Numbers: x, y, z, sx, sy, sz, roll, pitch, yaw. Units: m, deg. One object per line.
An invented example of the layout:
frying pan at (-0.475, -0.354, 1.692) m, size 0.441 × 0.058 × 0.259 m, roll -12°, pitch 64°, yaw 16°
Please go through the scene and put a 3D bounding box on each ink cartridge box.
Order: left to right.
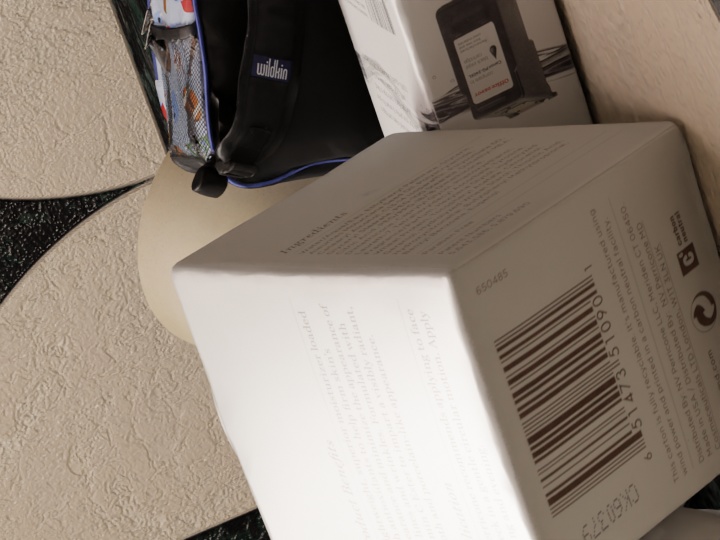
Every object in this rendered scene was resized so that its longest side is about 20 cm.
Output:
ink cartridge box at (0.048, -0.123, 1.440) m, size 0.145 × 0.083 × 0.200 m, roll -134°, pitch 22°, yaw -68°

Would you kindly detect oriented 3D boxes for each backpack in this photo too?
backpack at (-0.035, -0.155, 1.567) m, size 0.154 × 0.200 × 0.191 m, roll 20°, pitch 118°, yaw 56°

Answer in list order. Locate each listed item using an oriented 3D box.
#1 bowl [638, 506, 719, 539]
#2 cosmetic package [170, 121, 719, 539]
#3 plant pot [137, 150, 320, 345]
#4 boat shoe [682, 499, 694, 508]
bowl at (0.164, 0.180, 1.331) m, size 0.201 × 0.090 × 0.201 m, roll 20°, pitch 137°, yaw 20°
cosmetic package at (0.051, 0.037, 1.305) m, size 0.200 × 0.165 × 0.165 m, roll 2°, pitch 117°, yaw 48°
plant pot at (0.000, 0.000, 1.659) m, size 0.200 × 0.187 × 0.188 m, roll 31°, pitch 148°, yaw 42°
boat shoe at (0.116, 0.150, 1.452) m, size 0.072 × 0.200 × 0.068 m, roll 13°, pitch 111°, yaw 37°
